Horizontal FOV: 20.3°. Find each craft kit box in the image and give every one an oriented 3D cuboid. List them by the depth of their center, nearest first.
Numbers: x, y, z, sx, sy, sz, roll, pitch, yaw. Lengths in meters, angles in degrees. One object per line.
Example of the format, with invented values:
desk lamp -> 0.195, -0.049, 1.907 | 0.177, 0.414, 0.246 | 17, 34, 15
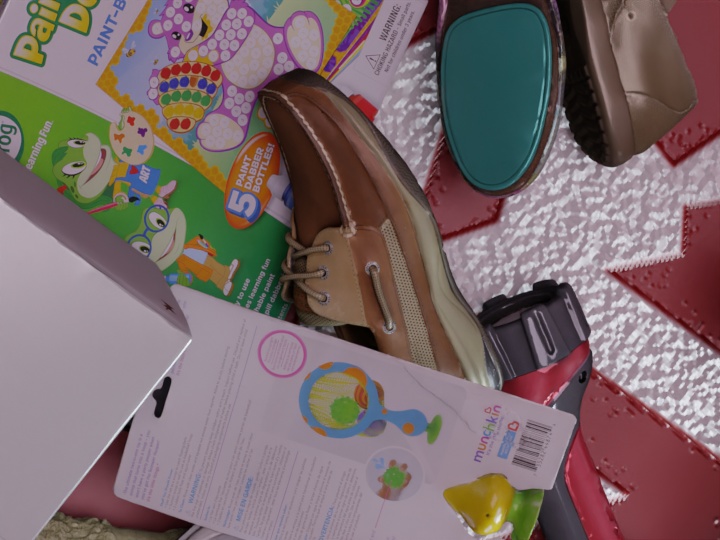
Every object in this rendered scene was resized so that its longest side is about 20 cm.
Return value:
craft kit box -> -0.092, -0.090, 0.996 | 0.197, 0.048, 0.201 | 25, 85, -20

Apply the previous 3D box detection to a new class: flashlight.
flashlight -> 0.117, 0.107, 1.065 | 0.068, 0.067, 0.201 | -36, 106, -45

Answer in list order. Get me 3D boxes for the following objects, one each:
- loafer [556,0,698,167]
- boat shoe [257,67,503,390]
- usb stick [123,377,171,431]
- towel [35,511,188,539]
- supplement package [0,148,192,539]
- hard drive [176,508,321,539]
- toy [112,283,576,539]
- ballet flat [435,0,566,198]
loafer -> 0.127, -0.157, 1.054 | 0.067, 0.076, 0.201 | -17, 105, -17
boat shoe -> 0.000, 0.000, 0.983 | 0.074, 0.076, 0.201 | -34, 110, -15
usb stick -> -0.034, 0.074, 1.026 | 0.199, 0.033, 0.056 | 16, 74, -21
towel -> -0.132, 0.223, 1.013 | 0.147, 0.036, 0.201 | 9, 91, -15
supplement package -> -0.186, 0.058, 0.904 | 0.117, 0.117, 0.200 | 38, 94, -20
hard drive -> -0.023, 0.203, 0.959 | 0.200, 0.038, 0.140 | 43, 62, 13
toy -> -0.007, 0.083, 0.968 | 0.199, 0.047, 0.116 | 19, 109, 4
ballet flat -> 0.070, -0.139, 1.037 | 0.069, 0.071, 0.201 | -8, 93, 15
